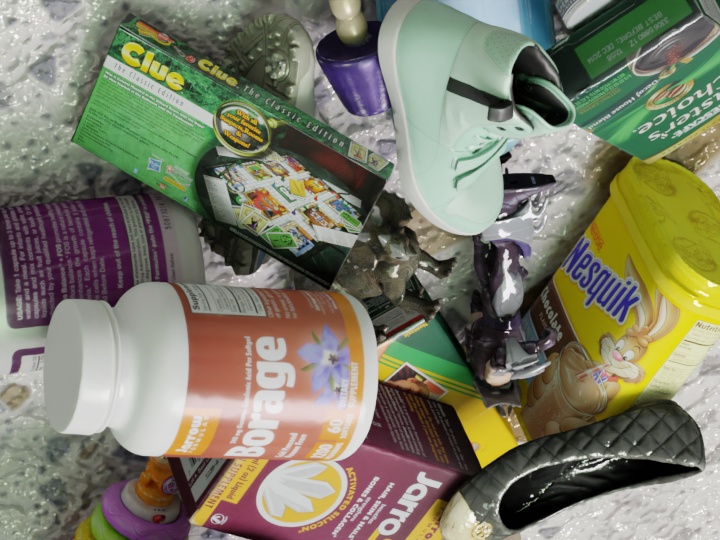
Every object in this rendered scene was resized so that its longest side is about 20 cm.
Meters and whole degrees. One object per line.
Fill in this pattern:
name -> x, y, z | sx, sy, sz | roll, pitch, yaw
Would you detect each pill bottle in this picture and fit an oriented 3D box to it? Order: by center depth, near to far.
pill bottle -> -0.098, 0.065, 1.580 | 0.199, 0.112, 0.113 | 3, 128, -24
pill bottle -> -0.210, 0.010, 1.643 | 0.199, 0.113, 0.113 | -6, 130, -16

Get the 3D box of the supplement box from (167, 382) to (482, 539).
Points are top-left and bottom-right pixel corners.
supplement box -> -0.025, 0.138, 1.754 | 0.199, 0.086, 0.111 | 19, 119, -33

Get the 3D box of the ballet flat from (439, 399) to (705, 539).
ballet flat -> 0.148, 0.149, 1.736 | 0.199, 0.057, 0.067 | -24, 137, 4

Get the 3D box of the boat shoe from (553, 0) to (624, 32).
boat shoe -> 0.192, -0.199, 1.642 | 0.199, 0.068, 0.072 | -6, 153, -43

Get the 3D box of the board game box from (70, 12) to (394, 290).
board game box -> -0.085, -0.077, 1.596 | 0.199, 0.024, 0.105 | 30, 130, 1

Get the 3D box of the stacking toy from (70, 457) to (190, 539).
stacking toy -> -0.165, 0.196, 1.826 | 0.115, 0.110, 0.201 | 10, 120, -26

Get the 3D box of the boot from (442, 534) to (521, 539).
boot -> 0.059, 0.236, 1.965 | 0.145, 0.070, 0.201 | -22, 140, -12

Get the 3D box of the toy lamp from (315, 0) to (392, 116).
toy lamp -> -0.015, -0.191, 1.556 | 0.058, 0.058, 0.201 | -19, 122, -3

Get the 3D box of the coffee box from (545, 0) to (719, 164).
coffee box -> 0.204, -0.134, 1.651 | 0.123, 0.044, 0.200 | -32, 160, 17

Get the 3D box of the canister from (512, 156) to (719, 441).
canister -> 0.191, 0.039, 1.789 | 0.086, 0.149, 0.200 | 15, 124, -30

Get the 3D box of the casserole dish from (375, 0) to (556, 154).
casserole dish -> 0.069, -0.160, 1.651 | 0.120, 0.039, 0.201 | -16, 131, -6

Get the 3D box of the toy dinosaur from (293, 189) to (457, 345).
toy dinosaur -> 0.000, 0.000, 1.720 | 0.102, 0.077, 0.200 | 38, 147, -16

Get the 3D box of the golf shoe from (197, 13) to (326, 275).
golf shoe -> -0.050, -0.093, 1.657 | 0.097, 0.078, 0.201 | -17, 139, -33

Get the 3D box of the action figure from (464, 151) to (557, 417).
action figure -> 0.102, 0.017, 1.758 | 0.069, 0.130, 0.201 | -12, 120, -13

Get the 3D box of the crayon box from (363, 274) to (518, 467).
crayon box -> -0.005, 0.117, 1.842 | 0.199, 0.058, 0.173 | -30, 132, 5

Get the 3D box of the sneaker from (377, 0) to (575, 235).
sneaker -> 0.085, -0.082, 1.587 | 0.074, 0.118, 0.201 | -52, 144, -26
